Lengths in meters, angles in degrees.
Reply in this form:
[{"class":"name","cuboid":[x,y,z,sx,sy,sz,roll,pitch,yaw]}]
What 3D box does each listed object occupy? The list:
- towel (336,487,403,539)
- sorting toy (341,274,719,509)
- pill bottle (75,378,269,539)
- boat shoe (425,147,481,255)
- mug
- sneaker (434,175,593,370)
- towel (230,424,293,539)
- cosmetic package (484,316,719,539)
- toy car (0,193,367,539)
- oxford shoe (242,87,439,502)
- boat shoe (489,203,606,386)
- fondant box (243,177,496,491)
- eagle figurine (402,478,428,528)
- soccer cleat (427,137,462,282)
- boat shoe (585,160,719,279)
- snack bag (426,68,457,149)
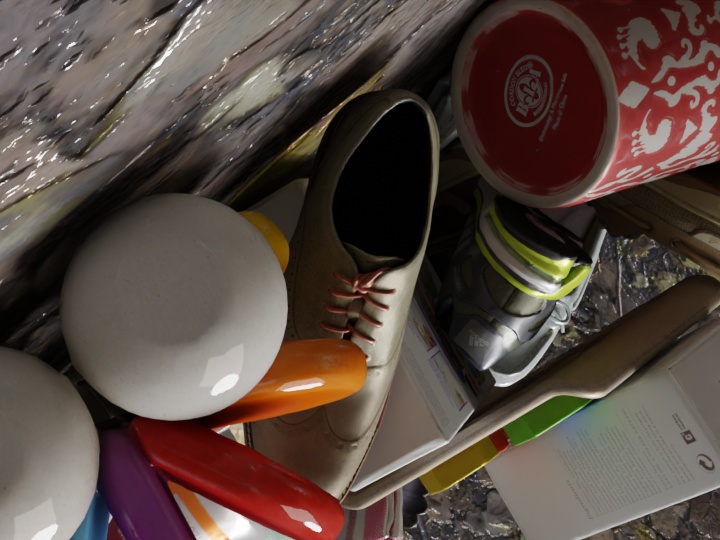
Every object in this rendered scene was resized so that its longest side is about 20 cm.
[{"class":"towel","cuboid":[-0.071,0.137,1.042,0.198,0.147,0.030,-11,145,10]},{"class":"sorting toy","cuboid":[0.102,0.076,0.902,0.199,0.037,0.185,-31,178,40]},{"class":"pill bottle","cuboid":[-0.154,0.131,0.748,0.199,0.115,0.114,-31,176,0]},{"class":"boat shoe","cuboid":[0.000,0.000,0.967,0.199,0.072,0.072,-30,179,6]},{"class":"mug","cuboid":[0.147,-0.129,0.820,0.133,0.179,0.199,3,-162,46]},{"class":"sneaker","cuboid":[0.074,0.000,0.847,0.081,0.074,0.200,-55,178,9]},{"class":"towel","cuboid":[-0.067,0.088,0.884,0.199,0.022,0.148,14,100,-53]},{"class":"cosmetic package","cuboid":[0.166,0.092,0.890,0.101,0.074,0.200,-29,176,-34]},{"class":"toy car","cuboid":[-0.085,0.075,0.605,0.200,0.150,0.175,-39,176,-10]},{"class":"oxford shoe","cuboid":[-0.010,0.014,0.683,0.075,0.070,0.202,172,-71,-83]},{"class":"boat shoe","cuboid":[0.128,-0.016,1.054,0.203,0.074,0.065,-60,-178,-4]},{"class":"fondant box","cuboid":[0.004,0.024,0.824,0.058,0.145,0.200,-30,178,13]},{"class":"eagle figurine","cuboid":[-0.029,0.115,1.143,0.151,0.200,0.151,-38,176,-25]},{"class":"soccer cleat","cuboid":[0.086,-0.065,1.044,0.081,0.067,0.201,-38,-164,48]},{"class":"boat shoe","cuboid":[0.163,-0.048,0.919,0.071,0.199,0.065,-24,136,-49]},{"class":"snack bag","cuboid":[0.093,-0.124,0.963,0.188,0.021,0.200,-39,176,-20]}]
